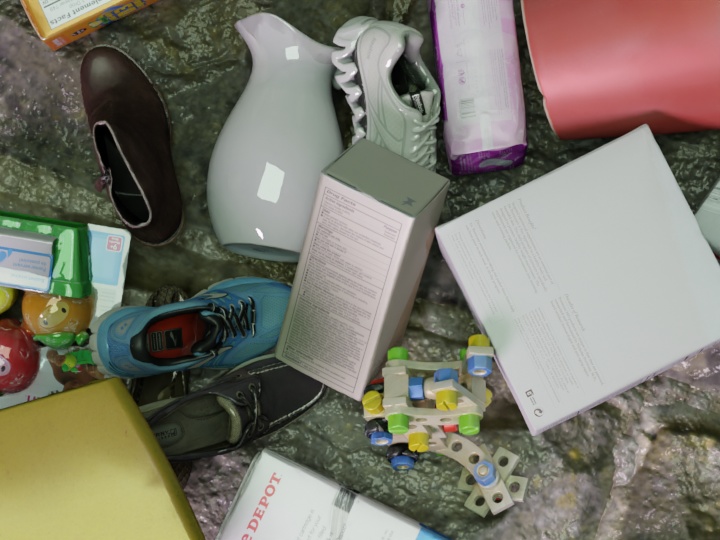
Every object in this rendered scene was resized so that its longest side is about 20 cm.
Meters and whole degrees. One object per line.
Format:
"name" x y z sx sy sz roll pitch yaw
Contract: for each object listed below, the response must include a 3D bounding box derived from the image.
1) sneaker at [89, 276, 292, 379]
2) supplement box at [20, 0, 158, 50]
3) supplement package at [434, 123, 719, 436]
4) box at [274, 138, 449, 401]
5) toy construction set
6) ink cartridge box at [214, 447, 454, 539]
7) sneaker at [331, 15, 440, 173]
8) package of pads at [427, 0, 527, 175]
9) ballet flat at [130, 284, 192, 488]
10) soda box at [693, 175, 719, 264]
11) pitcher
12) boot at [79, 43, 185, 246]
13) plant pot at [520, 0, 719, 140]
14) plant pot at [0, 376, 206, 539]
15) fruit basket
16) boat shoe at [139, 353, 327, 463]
"sneaker" -0.130 0.056 1.683 0.199 0.090 0.079 -15 98 -31
"supplement box" -0.209 -0.272 1.762 0.199 0.067 0.069 -24 86 2
"supplement package" 0.195 0.012 1.665 0.199 0.147 0.192 -26 83 1
"box" 0.000 0.000 1.657 0.095 0.078 0.201 28 126 14
"toy construction set" 0.073 0.130 1.659 0.130 0.200 0.093 -9 48 15
"ink cartridge box" -0.026 0.261 1.689 0.199 0.084 0.145 26 86 6
"sneaker" 0.036 -0.121 1.676 0.081 0.075 0.201 4 118 44
"package of pads" 0.101 -0.190 1.705 0.075 0.121 0.201 -6 84 3
"ballet flat" -0.178 0.112 1.732 0.067 0.046 0.201 6 85 4
"soda box" 0.366 -0.095 1.706 0.068 0.063 0.200 36 88 7
"pitcher" -0.046 -0.109 1.718 0.171 0.121 0.201 11 80 -17
"boot" -0.206 -0.120 1.696 0.072 0.166 0.201 -22 83 1
"plant pot" 0.240 -0.201 1.671 0.176 0.200 0.202 -14 84 13
"plant pot" -0.236 0.186 1.550 0.199 0.200 0.178 -16 88 -9
"fruit basket" -0.308 0.048 1.726 0.184 0.094 0.201 10 89 5
"boat shoe" -0.116 0.127 1.695 0.199 0.065 0.072 -17 101 -16
